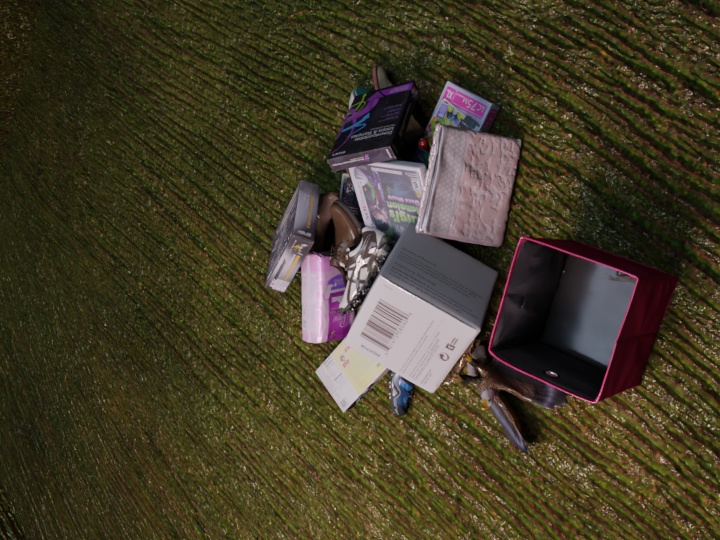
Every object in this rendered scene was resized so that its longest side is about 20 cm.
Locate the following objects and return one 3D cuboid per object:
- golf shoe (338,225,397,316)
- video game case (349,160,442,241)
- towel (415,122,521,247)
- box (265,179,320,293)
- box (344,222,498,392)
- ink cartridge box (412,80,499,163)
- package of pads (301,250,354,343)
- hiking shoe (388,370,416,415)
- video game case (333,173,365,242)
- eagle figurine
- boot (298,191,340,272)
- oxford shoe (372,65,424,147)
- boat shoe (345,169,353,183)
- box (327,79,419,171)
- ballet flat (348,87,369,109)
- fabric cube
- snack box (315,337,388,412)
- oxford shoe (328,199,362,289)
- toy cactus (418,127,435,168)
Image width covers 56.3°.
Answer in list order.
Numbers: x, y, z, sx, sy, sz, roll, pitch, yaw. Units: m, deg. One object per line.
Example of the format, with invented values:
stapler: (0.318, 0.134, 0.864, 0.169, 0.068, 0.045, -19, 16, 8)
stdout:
golf shoe: (0.000, 0.000, 1.367, 0.094, 0.077, 0.201, 42, 116, 19)
video game case: (0.066, -0.129, 1.306, 0.198, 0.023, 0.184, 17, 134, 45)
towel: (0.200, -0.152, 1.220, 0.032, 0.188, 0.203, 26, 108, 61)
box: (-0.147, -0.071, 1.462, 0.201, 0.048, 0.160, 126, 156, -47)
box: (0.110, 0.069, 1.229, 0.198, 0.172, 0.200, 28, 132, 1)
ink cartridge box: (0.180, -0.256, 1.331, 0.119, 0.042, 0.202, 38, 116, 34)
package of pads: (-0.071, 0.053, 1.482, 0.075, 0.119, 0.204, 9, 102, 43)
hiking shoe: (0.102, 0.210, 1.374, 0.085, 0.075, 0.203, 2, 112, 4)
video game case: (0.025, -0.112, 1.478, 0.198, 0.023, 0.185, 14, 99, 41)
eagle figurine: (0.256, 0.219, 1.227, 0.198, 0.152, 0.152, 29, 155, 7)
boot: (-0.102, -0.079, 1.534, 0.200, 0.069, 0.149, 148, 129, -62)
oxford shoe: (0.078, -0.352, 1.416, 0.073, 0.071, 0.203, -22, 71, 10)
boat shoe: (0.021, -0.174, 1.419, 0.072, 0.067, 0.201, -47, 63, 30)
box: (0.027, -0.282, 1.309, 0.141, 0.036, 0.202, -7, 48, 31)
ballet flat: (0.025, -0.305, 1.459, 0.069, 0.069, 0.202, -40, 61, 33)
fabric cube: (0.353, 0.070, 1.074, 0.195, 0.198, 0.203, 24, 105, 37)
snack box: (-0.007, 0.207, 1.486, 0.117, 0.037, 0.200, 52, 121, 19)
oxford shoe: (-0.030, -0.046, 1.408, 0.072, 0.084, 0.203, 4, 115, 61)
toy cactus: (0.143, -0.165, 1.292, 0.164, 0.102, 0.203, -2, 115, 52)
